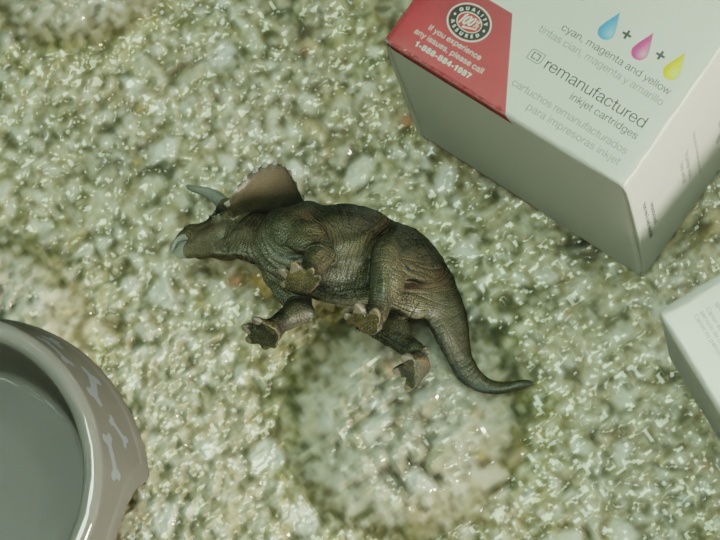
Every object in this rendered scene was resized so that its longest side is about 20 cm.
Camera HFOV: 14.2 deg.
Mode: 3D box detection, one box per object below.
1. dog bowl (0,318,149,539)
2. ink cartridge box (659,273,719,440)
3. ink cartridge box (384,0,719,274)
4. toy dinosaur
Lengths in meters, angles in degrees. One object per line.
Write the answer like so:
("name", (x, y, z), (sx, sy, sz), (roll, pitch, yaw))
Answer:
("dog bowl", (-0.209, 0.112, 1.469), (0.199, 0.059, 0.201), (-3, 73, 8))
("ink cartridge box", (0.266, 0.039, 1.394), (0.200, 0.083, 0.145), (-30, 71, 0))
("ink cartridge box", (0.134, -0.133, 1.439), (0.145, 0.145, 0.200), (32, 80, 18))
("toy dinosaur", (0.000, 0.000, 1.455), (0.199, 0.077, 0.102), (16, 43, 1))
